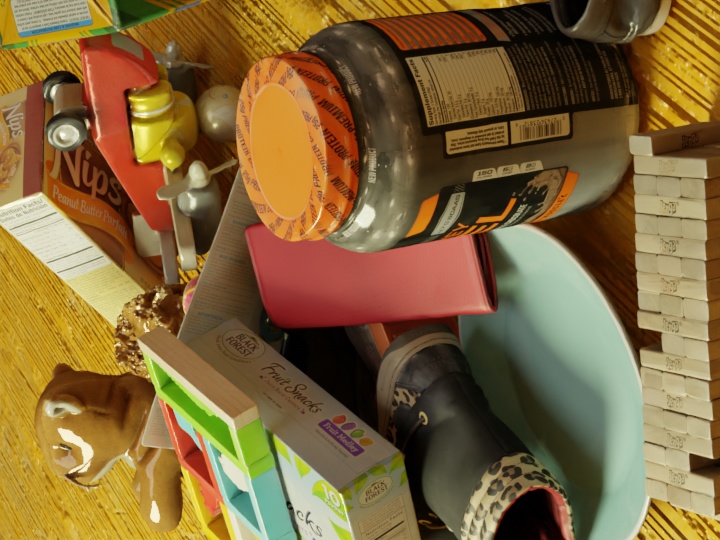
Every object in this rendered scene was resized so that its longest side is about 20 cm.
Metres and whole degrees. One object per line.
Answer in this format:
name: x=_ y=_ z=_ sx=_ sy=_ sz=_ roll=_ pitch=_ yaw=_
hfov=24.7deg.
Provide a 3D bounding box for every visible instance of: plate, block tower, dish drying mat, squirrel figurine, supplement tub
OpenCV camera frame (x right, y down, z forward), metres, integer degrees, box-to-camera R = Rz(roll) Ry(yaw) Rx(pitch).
plate: x=0.118 y=0.066 z=0.959 sx=0.200 sy=0.025 sz=0.201 roll=47 pitch=145 yaw=47
block tower: x=0.178 y=0.028 z=0.837 sx=0.058 sy=0.054 sz=0.201 roll=10 pitch=108 yaw=57
dish drying mat: x=0.004 y=-0.004 z=1.036 sx=0.199 sy=0.018 sz=0.077 roll=-7 pitch=98 yaw=45
squirrel figurine: x=-0.149 y=0.094 z=1.253 sx=0.142 sy=0.185 sz=0.201 roll=-92 pitch=16 yaw=-73
supplement tub: x=0.041 y=-0.078 z=0.890 sx=0.122 sy=0.199 sz=0.123 roll=26 pitch=121 yaw=54

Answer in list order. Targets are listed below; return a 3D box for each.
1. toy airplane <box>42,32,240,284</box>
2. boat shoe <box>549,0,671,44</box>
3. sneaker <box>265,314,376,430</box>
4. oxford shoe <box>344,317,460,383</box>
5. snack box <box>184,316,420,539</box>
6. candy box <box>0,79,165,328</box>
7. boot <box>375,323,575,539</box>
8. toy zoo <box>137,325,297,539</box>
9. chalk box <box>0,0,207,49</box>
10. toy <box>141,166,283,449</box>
toy airplane: x=-0.145 y=-0.091 z=1.284 sx=0.199 sy=0.140 sz=0.201 roll=24 pitch=-139 yaw=-82
boat shoe: x=0.121 y=-0.218 z=0.853 sx=0.067 sy=0.057 sz=0.201 roll=0 pitch=100 yaw=59
sneaker: x=-0.030 y=0.104 z=1.173 sx=0.076 sy=0.090 sz=0.201 roll=10 pitch=109 yaw=55
oxford shoe: x=0.000 y=0.000 z=1.110 sx=0.073 sy=0.071 sz=0.201 roll=-46 pitch=60 yaw=56
snack box: x=-0.036 y=0.135 z=1.062 sx=0.200 sy=0.053 sz=0.143 roll=34 pitch=144 yaw=47
candy box: x=-0.223 y=-0.048 z=1.337 sx=0.055 sy=0.200 sz=0.116 roll=-19 pitch=53 yaw=17
boot: x=0.067 y=0.150 z=1.014 sx=0.151 sy=0.073 sz=0.201 roll=-129 pitch=32 yaw=-47
toy zoo: x=-0.083 y=0.145 z=1.076 sx=0.131 sy=0.020 sz=0.201 roll=33 pitch=144 yaw=50
chalk box: x=-0.165 y=-0.245 z=1.183 sx=0.124 sy=0.200 sz=0.125 roll=-3 pitch=107 yaw=38
toy: x=-0.092 y=0.029 z=1.153 sx=0.047 sy=0.115 sz=0.201 roll=19 pitch=92 yaw=38
